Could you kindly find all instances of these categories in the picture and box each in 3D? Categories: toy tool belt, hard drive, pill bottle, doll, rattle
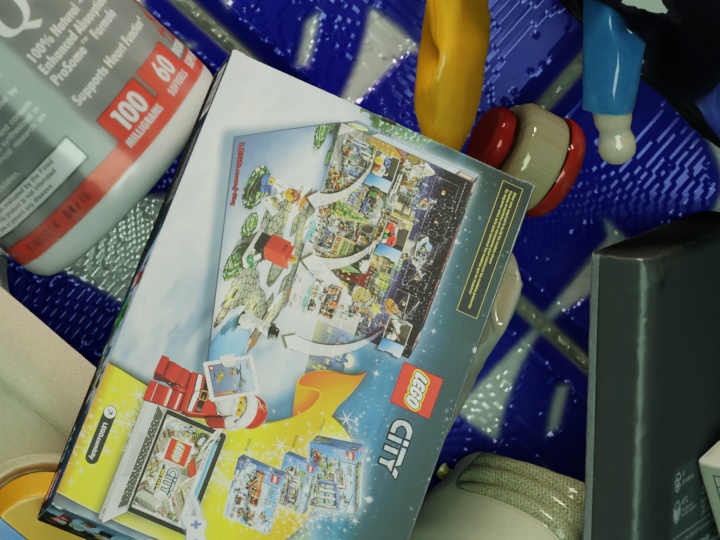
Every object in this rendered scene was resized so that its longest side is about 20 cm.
[{"bbox_3d":[0.000,0.000,1.195,0.123,0.125,0.200,27,95,-20],"label":"toy tool belt"},{"bbox_3d":[0.136,0.081,1.222,0.033,0.139,0.201,6,101,26],"label":"hard drive"},{"bbox_3d":[-0.167,-0.102,1.155,0.200,0.116,0.116,42,92,-13],"label":"pill bottle"},{"bbox_3d":[0.144,-0.098,1.150,0.200,0.048,0.137,39,91,-29],"label":"doll"},{"bbox_3d":[-0.025,-0.156,1.166,0.199,0.130,0.143,21,109,-8],"label":"rattle"}]

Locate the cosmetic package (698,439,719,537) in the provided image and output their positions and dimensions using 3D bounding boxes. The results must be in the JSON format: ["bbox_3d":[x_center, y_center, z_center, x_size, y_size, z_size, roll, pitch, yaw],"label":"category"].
[{"bbox_3d":[0.234,0.152,1.231,0.087,0.103,0.201,-36,121,-34],"label":"cosmetic package"}]

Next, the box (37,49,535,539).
[{"bbox_3d":[-0.027,0.031,1.104,0.136,0.038,0.201,24,71,-10],"label":"box"}]

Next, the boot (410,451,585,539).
[{"bbox_3d":[0.002,0.147,1.234,0.155,0.200,0.072,-43,114,-39],"label":"boot"}]

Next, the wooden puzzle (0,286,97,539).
[{"bbox_3d":[-0.181,0.106,1.099,0.185,0.046,0.200,42,90,-18],"label":"wooden puzzle"}]

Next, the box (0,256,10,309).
[{"bbox_3d":[-0.224,0.083,1.176,0.097,0.124,0.201,19,98,-12],"label":"box"}]

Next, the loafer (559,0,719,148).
[{"bbox_3d":[0.157,-0.094,1.221,0.200,0.070,0.068,36,102,-12],"label":"loafer"}]
